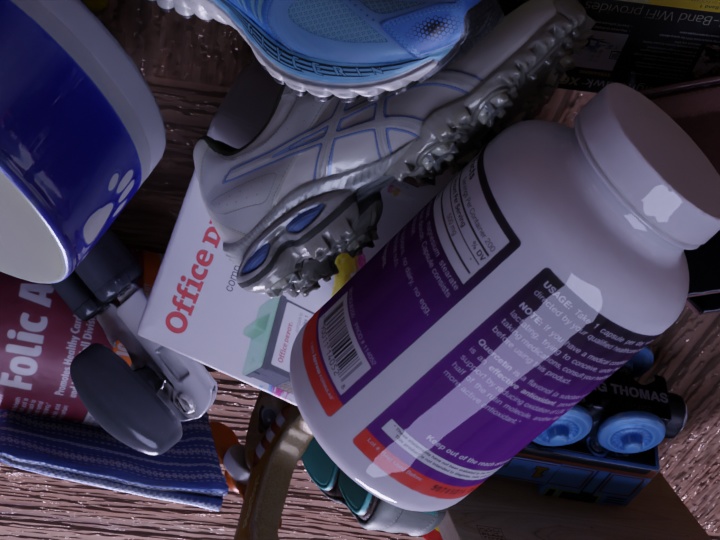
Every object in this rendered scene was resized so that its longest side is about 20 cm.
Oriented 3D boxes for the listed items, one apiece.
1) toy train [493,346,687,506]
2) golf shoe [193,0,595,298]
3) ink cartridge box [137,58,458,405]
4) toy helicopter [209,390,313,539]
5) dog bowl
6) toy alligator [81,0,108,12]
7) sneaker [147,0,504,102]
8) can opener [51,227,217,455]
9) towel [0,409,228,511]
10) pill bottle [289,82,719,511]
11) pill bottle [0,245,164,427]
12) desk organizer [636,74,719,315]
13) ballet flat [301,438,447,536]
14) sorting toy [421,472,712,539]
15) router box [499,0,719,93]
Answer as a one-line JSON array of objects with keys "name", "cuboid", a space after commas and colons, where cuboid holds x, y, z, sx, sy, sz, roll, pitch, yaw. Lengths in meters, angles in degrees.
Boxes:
[{"name": "toy train", "cuboid": [0.118, 0.097, 1.014, 0.199, 0.087, 0.114, 10, 140, -13]}, {"name": "golf shoe", "cuboid": [0.007, -0.076, 0.678, 0.200, 0.097, 0.078, -36, 167, 10]}, {"name": "ink cartridge box", "cuboid": [0.000, 0.000, 0.790, 0.199, 0.084, 0.145, 24, 119, -1]}, {"name": "toy helicopter", "cuboid": [-0.062, 0.127, 0.973, 0.079, 0.200, 0.132, 31, 134, -18]}, {"name": "dog bowl", "cuboid": [-0.193, -0.084, 0.685, 0.200, 0.079, 0.200, 28, 158, 12]}, {"name": "toy alligator", "cuboid": [-0.166, -0.153, 0.681, 0.059, 0.054, 0.200, -7, 146, 12]}, {"name": "sneaker", "cuboid": [-0.031, -0.137, 0.619, 0.200, 0.078, 0.090, 26, 142, 30]}, {"name": "can opener", "cuboid": [-0.157, 0.012, 0.830, 0.200, 0.067, 0.053, 51, 136, -3]}, {"name": "towel", "cuboid": [-0.162, 0.094, 0.972, 0.144, 0.200, 0.024, 14, 102, -14]}, {"name": "pill bottle", "cuboid": [0.067, 0.012, 0.670, 0.112, 0.113, 0.200, 27, 123, -33]}, {"name": "pill bottle", "cuboid": [-0.217, 0.026, 0.903, 0.199, 0.115, 0.114, 12, 146, -17]}, {"name": "desk organizer", "cuboid": [0.185, -0.033, 0.764, 0.071, 0.077, 0.200, -9, 167, 20]}, {"name": "ballet flat", "cuboid": [0.008, 0.133, 1.018, 0.063, 0.068, 0.200, 17, -174, -18]}, {"name": "sorting toy", "cuboid": [0.136, 0.190, 1.062, 0.199, 0.199, 0.070, 10, 107, -13]}, {"name": "router box", "cuboid": [0.101, -0.150, 0.673, 0.199, 0.052, 0.157, 6, 147, -7]}]
